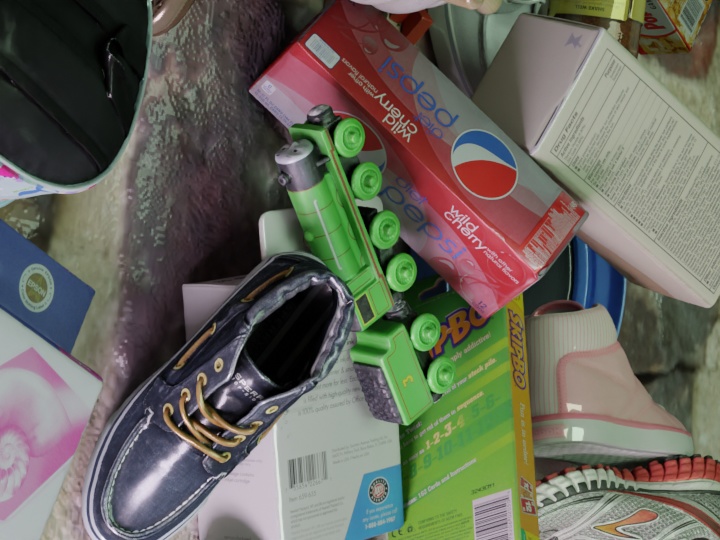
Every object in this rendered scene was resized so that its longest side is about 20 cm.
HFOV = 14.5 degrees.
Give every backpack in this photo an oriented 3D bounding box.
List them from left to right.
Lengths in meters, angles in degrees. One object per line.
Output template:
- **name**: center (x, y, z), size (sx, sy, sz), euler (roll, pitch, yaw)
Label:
- **backpack**: center (-0.201, -0.122, 1.375), size (0.200, 0.150, 0.178), euler (31, 57, -36)

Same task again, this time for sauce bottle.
- **sauce bottle**: center (0.151, -0.166, 1.820), size (0.066, 0.066, 0.201), euler (12, 87, -50)

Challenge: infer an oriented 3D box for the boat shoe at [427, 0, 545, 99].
- **boat shoe**: center (0.090, -0.195, 1.797), size (0.072, 0.068, 0.201), euler (0, 91, -50)

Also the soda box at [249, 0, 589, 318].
- **soda box**: center (0.034, -0.069, 1.666), size (0.200, 0.070, 0.063), euler (44, 53, -5)

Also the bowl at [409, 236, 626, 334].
- **bowl**: center (0.102, 0.000, 1.840), size (0.200, 0.039, 0.201), euler (-1, 92, -51)

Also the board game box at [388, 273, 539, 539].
- **board game box**: center (0.058, 0.092, 1.700), size (0.030, 0.095, 0.201), euler (28, 50, -47)

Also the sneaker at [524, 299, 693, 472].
- **sneaker**: center (0.155, 0.074, 1.815), size (0.200, 0.075, 0.105), euler (19, 59, -59)

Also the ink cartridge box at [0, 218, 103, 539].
- **ink cartridge box**: center (-0.219, 0.053, 1.451), size (0.196, 0.043, 0.200), euler (40, 63, -43)

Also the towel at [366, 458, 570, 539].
- **towel**: center (0.066, 0.168, 1.805), size (0.200, 0.034, 0.133), euler (9, 82, -49)

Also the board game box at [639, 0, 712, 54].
- **board game box**: center (0.192, -0.270, 1.937), size (0.200, 0.046, 0.152), euler (51, 54, -38)

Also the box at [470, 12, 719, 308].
- **box**: center (0.160, -0.068, 1.757), size (0.200, 0.078, 0.095), euler (39, 77, -39)

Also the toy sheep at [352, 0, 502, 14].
- **toy sheep**: center (0.021, -0.209, 1.605), size (0.200, 0.138, 0.138), euler (49, 55, -35)

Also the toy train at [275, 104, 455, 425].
- **toy train**: center (0.000, 0.000, 1.613), size (0.056, 0.042, 0.200), euler (-38, 120, -31)

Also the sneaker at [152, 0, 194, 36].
- **sneaker**: center (-0.084, -0.216, 1.587), size (0.076, 0.070, 0.201), euler (32, 68, -52)

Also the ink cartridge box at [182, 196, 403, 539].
- **ink cartridge box**: center (-0.039, 0.060, 1.647), size (0.116, 0.067, 0.201), euler (-9, 98, -50)

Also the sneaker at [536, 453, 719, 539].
- **sneaker**: center (0.157, 0.169, 1.784), size (0.199, 0.078, 0.082), euler (-5, 65, -27)

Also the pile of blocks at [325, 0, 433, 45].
- **pile of blocks**: center (0.017, -0.183, 1.715), size (0.082, 0.062, 0.201), euler (-33, 116, -45)

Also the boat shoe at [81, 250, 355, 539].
- **boat shoe**: center (-0.080, 0.073, 1.532), size (0.071, 0.091, 0.200), euler (37, 87, -11)
